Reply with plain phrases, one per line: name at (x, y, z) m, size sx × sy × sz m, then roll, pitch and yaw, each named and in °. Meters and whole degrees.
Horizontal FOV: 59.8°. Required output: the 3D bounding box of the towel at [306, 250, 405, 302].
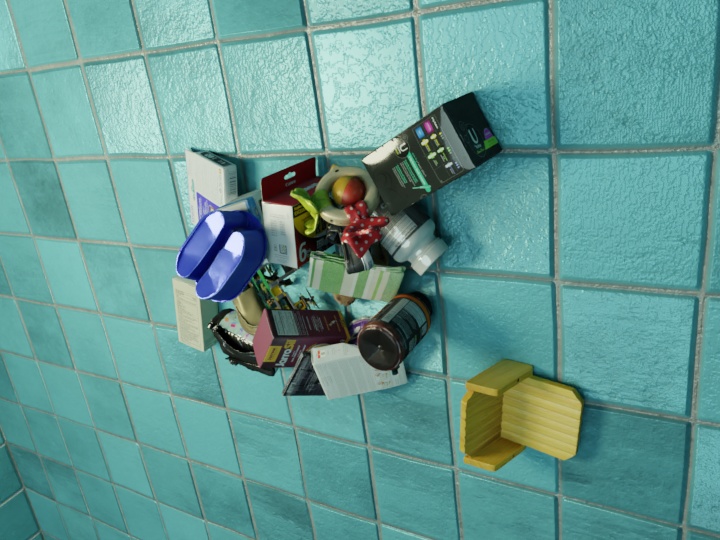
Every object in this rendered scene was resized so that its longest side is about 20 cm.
towel at (-0.014, 0.016, 1.318) m, size 0.195 × 0.024 × 0.153 m, roll 9°, pitch 151°, yaw -4°

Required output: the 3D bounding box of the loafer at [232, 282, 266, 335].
loafer at (-0.281, 0.083, 1.559) m, size 0.200 × 0.075 × 0.068 m, roll 47°, pitch 153°, yaw 39°

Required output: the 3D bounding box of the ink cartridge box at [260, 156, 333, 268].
ink cartridge box at (-0.114, -0.128, 1.316) m, size 0.082 × 0.199 × 0.179 m, roll 11°, pitch 118°, yaw 28°

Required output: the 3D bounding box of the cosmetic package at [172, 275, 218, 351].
cosmetic package at (-0.451, 0.110, 1.727) m, size 0.104 × 0.071 × 0.204 m, roll 18°, pitch 120°, yaw 25°

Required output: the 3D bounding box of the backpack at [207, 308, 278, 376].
backpack at (-0.273, 0.180, 1.604) m, size 0.197 × 0.128 × 0.168 m, roll 18°, pitch 149°, yaw 29°

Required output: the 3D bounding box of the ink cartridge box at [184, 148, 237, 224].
ink cartridge box at (-0.364, -0.184, 1.538) m, size 0.199 × 0.043 × 0.202 m, roll 29°, pitch 126°, yaw 42°

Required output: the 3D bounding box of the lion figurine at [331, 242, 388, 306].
lion figurine at (0.000, 0.000, 1.387) m, size 0.198 × 0.073 × 0.123 m, roll -27°, pitch 109°, yaw 33°

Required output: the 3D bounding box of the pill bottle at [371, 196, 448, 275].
pill bottle at (0.081, -0.089, 1.266) m, size 0.200 × 0.110 × 0.111 m, roll 46°, pitch 128°, yaw 6°

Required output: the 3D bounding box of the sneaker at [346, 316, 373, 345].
sneaker at (0.036, 0.154, 1.427) m, size 0.197 × 0.083 × 0.082 m, roll -6°, pitch 109°, yaw 35°

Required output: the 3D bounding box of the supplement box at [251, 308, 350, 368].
supplement box at (-0.137, 0.157, 1.444) m, size 0.111 × 0.196 × 0.087 m, roll -61°, pitch 39°, yaw 36°

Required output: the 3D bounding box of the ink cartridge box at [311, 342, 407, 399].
ink cartridge box at (0.000, 0.218, 1.422) m, size 0.196 × 0.051 × 0.164 m, roll -14°, pitch 138°, yaw 2°

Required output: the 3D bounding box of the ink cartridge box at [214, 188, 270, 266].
ink cartridge box at (-0.238, -0.096, 1.407) m, size 0.082 × 0.200 × 0.148 m, roll -17°, pitch 103°, yaw 10°

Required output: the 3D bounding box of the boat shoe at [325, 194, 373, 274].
boat shoe at (-0.037, -0.073, 1.255) m, size 0.070 × 0.065 × 0.202 m, roll 78°, pitch 169°, yaw -59°

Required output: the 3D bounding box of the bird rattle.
bird rattle at (-0.029, -0.130, 1.180) m, size 0.197 × 0.165 × 0.113 m, roll 14°, pitch 154°, yaw 27°

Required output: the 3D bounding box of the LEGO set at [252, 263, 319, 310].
LEGO set at (-0.179, 0.030, 1.515) m, size 0.202 × 0.115 × 0.154 m, roll 57°, pitch 158°, yaw 2°

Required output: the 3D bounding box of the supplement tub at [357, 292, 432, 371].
supplement tub at (0.081, 0.117, 1.306) m, size 0.105 × 0.199 × 0.109 m, roll 13°, pitch 117°, yaw 26°

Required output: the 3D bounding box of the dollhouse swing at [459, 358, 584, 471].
dollhouse swing at (0.326, 0.317, 1.272) m, size 0.174 × 0.180 × 0.204 m, roll 25°, pitch 125°, yaw 45°

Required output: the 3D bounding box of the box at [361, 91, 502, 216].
box at (0.131, -0.213, 1.152) m, size 0.198 × 0.148 × 0.126 m, roll -28°, pitch 95°, yaw 38°

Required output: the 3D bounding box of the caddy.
caddy at (-0.277, -0.029, 1.272) m, size 0.141 × 0.105 × 0.201 m, roll 43°, pitch 104°, yaw 16°

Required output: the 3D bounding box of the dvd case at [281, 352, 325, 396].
dvd case at (-0.074, 0.248, 1.492) m, size 0.150 × 0.196 × 0.016 m, roll -62°, pitch 35°, yaw 35°
